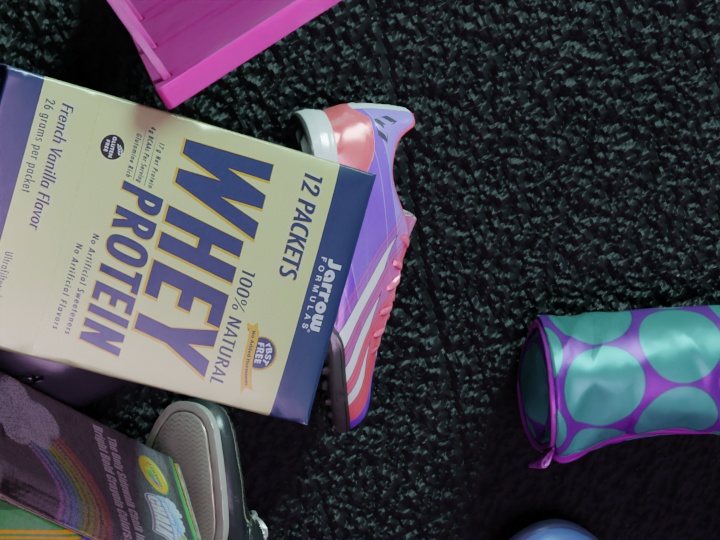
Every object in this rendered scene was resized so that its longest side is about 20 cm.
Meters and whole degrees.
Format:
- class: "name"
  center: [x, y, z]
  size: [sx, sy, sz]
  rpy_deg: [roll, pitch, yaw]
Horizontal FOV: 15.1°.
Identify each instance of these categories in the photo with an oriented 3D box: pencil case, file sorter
- class: "pencil case"
  center: [0.194, 0.067, 1.627]
  size: [0.199, 0.085, 0.093]
  rpy_deg: [-2, 86, -14]
- class: "file sorter"
  center: [-0.084, -0.197, 1.362]
  size: [0.139, 0.200, 0.126]
  rpy_deg: [-33, 116, 1]

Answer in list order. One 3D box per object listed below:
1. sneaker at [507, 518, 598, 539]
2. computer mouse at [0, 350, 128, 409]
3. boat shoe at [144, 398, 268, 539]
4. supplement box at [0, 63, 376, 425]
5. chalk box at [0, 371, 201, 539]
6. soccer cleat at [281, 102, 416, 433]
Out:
- class: "sneaker"
  center: [0.149, 0.241, 1.700]
  size: [0.074, 0.082, 0.200]
  rpy_deg: [-29, 117, 1]
- class: "computer mouse"
  center: [-0.207, 0.082, 1.545]
  size: [0.199, 0.046, 0.141]
  rpy_deg: [-7, 115, -12]
- class: "boat shoe"
  center: [-0.088, 0.165, 1.618]
  size: [0.068, 0.072, 0.201]
  rpy_deg: [-26, 119, -47]
- class: "supplement box"
  center: [-0.131, -0.021, 1.415]
  size: [0.199, 0.200, 0.135]
  rpy_deg: [15, 91, -22]
- class: "chalk box"
  center: [-0.169, 0.162, 1.516]
  size: [0.200, 0.125, 0.124]
  rpy_deg: [31, 112, -32]
- class: "soccer cleat"
  center: [0.000, 0.000, 1.555]
  size: [0.073, 0.068, 0.201]
  rpy_deg: [-11, 115, -15]
